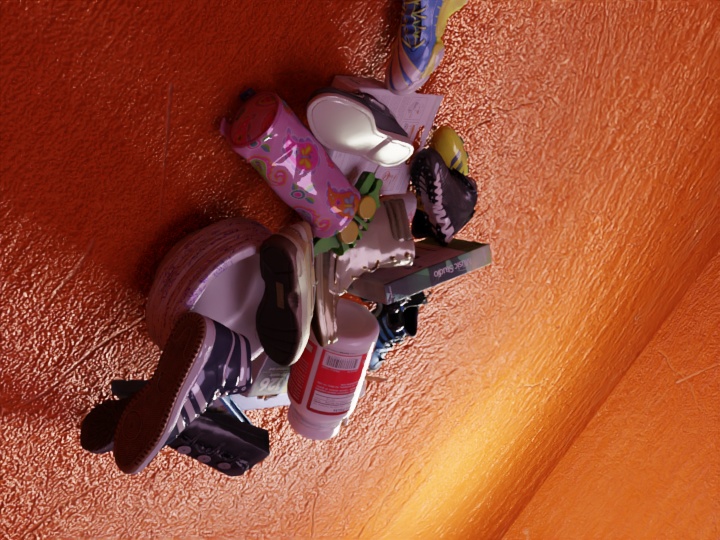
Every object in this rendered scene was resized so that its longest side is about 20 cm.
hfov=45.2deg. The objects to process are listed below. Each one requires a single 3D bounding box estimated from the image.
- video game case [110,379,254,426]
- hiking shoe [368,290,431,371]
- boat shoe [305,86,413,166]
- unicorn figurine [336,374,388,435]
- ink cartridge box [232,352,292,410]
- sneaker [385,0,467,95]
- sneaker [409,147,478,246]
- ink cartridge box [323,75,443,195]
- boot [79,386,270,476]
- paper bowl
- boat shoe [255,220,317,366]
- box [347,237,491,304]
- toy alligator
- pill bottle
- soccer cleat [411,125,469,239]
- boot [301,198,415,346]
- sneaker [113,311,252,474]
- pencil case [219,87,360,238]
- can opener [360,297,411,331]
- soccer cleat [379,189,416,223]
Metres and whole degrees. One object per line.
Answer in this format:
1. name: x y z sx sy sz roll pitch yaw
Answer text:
1. video game case: -0.228 0.192 1.158 0.201 0.142 0.018 71 21 -58
2. hiking shoe: 0.050 0.101 1.471 0.074 0.087 0.201 -15 133 -44
3. boat shoe: -0.006 -0.185 1.059 0.073 0.062 0.199 -31 153 25
4. unicorn figurine: -0.027 0.203 1.443 0.073 0.200 0.139 17 99 -12
5. ink cartridge box: -0.104 0.147 1.358 0.197 0.047 0.201 4 116 -55
6. sneaker: 0.068 -0.327 1.085 0.105 0.075 0.201 28 88 -48
7. sneaker: 0.129 -0.123 1.277 0.090 0.066 0.201 -36 145 -11
8. ink cartridge box: 0.016 -0.180 1.185 0.199 0.050 0.162 -12 131 -51
9. boot: -0.239 0.221 1.129 0.164 0.066 0.199 -21 145 33
10. paper bowl: -0.178 0.026 1.079 0.200 0.104 0.202 -33 143 -29
11. boat shoe: -0.079 0.030 1.058 0.076 0.071 0.201 -45 154 -44
12. box: 0.081 -0.005 1.327 0.199 0.144 0.037 -22 108 -26
13. toy alligator: 0.001 -0.084 1.141 0.201 0.059 0.054 -54 130 -18
14. pill bottle: -0.048 0.150 1.290 0.112 0.112 0.201 -16 134 -44
15. soccer cleat: 0.117 -0.130 1.347 0.083 0.065 0.201 -30 143 -31
16. boot: 0.000 0.000 1.191 0.153 0.072 0.202 -3 88 -17
17. sneaker: -0.199 0.150 1.002 0.108 0.070 0.201 25 96 -54
18. pencil case: -0.080 -0.125 1.039 0.088 0.087 0.200 -49 134 -4
19. can opener: 0.046 0.055 1.330 0.078 0.200 0.064 -23 105 0
20. soccer cleat: 0.005 -0.058 1.273 0.200 0.069 0.085 -40 151 -11
